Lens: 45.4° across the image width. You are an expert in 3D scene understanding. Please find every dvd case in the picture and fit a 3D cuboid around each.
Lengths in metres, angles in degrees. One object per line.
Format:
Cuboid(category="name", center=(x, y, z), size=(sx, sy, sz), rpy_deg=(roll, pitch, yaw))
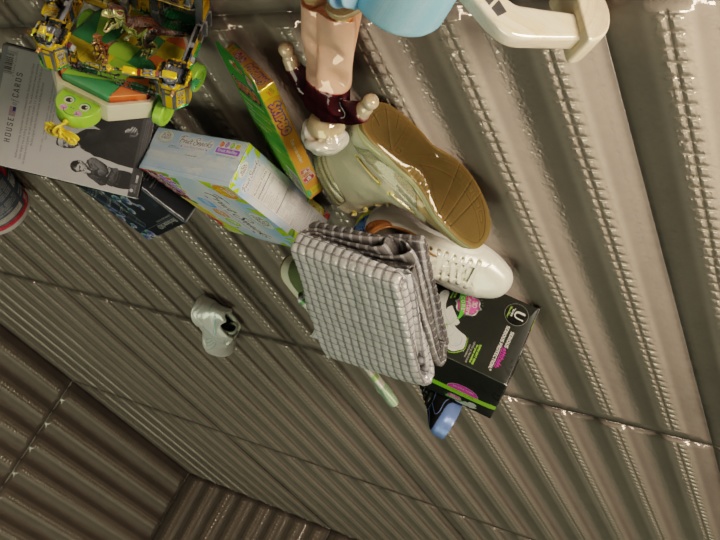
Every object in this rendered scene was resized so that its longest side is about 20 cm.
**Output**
Cuboid(category="dvd case", center=(-0.365, -0.188, 1.095), size=(0.198, 0.152, 0.025), rpy_deg=(14, -174, -11))

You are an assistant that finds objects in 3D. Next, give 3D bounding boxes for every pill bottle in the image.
Cuboid(category="pill bottle", center=(-0.707, -0.166, 1.586), size=(0.119, 0.120, 0.201), rpy_deg=(20, 154, 19))

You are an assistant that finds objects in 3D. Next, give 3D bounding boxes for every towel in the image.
Cuboid(category="towel", center=(-0.022, 0.108, 1.240), size=(0.200, 0.023, 0.153), rpy_deg=(51, 177, -3))
Cuboid(category="towel", center=(0.013, 0.034, 1.032), size=(0.164, 0.086, 0.201), rpy_deg=(16, 139, 32))

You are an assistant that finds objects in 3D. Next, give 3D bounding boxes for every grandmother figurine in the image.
Cuboid(category="grandmother figurine", center=(-0.030, -0.190, 0.864), size=(0.121, 0.060, 0.201), rpy_deg=(44, 151, 23))

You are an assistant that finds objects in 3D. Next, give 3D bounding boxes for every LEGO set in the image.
Cuboid(category="LEGO set", center=(-0.238, -0.266, 0.872), size=(0.198, 0.155, 0.116), rpy_deg=(25, 156, 1))

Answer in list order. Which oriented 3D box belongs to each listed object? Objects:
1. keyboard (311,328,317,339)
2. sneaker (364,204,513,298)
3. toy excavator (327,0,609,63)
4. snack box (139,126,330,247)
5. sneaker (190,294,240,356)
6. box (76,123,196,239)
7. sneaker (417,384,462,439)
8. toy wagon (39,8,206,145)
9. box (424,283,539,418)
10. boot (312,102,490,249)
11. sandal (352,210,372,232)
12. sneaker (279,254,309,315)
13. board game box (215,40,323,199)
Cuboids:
Cuboid(category="keyboard", center=(-0.015, 0.052, 1.304), size=(0.056, 0.011, 0.201), rpy_deg=(17, 135, -16))
Cuboid(category="sneaker", center=(0.092, -0.007, 1.059), size=(0.198, 0.085, 0.073), rpy_deg=(23, 118, -1))
Cuboid(category="toy excavator", center=(0.072, -0.223, 0.664), size=(0.201, 0.194, 0.100), rpy_deg=(57, 155, 5))
Cuboid(category="snack box", center=(-0.161, -0.104, 1.134), size=(0.167, 0.068, 0.200), rpy_deg=(15, 167, 34))
Cuboid(category="sneaker", center=(-0.282, 0.127, 1.755), size=(0.080, 0.071, 0.201), rpy_deg=(17, 152, 18))
Cuboid(category="box", center=(-0.327, -0.154, 1.225), size=(0.200, 0.108, 0.148), rpy_deg=(39, 153, -23))
Cuboid(category="sneaker", center=(0.112, 0.172, 1.297), size=(0.077, 0.200, 0.071), rpy_deg=(27, 118, -3))
Cuboid(category="toy wagon", center=(-0.270, -0.213, 0.940), size=(0.154, 0.201, 0.040), rpy_deg=(26, 141, 4))
Cuboid(category="box", center=(0.124, 0.091, 1.195), size=(0.198, 0.125, 0.149), rpy_deg=(25, 156, 12))
Cuboid(category="boot", center=(0.044, -0.090, 0.996), size=(0.200, 0.072, 0.154), rpy_deg=(43, 152, -13))
Cuboid(category="sandal", center=(0.000, 0.000, 1.172), size=(0.079, 0.087, 0.201), rpy_deg=(29, 139, 3))
Cuboid(category="sneaker", center=(-0.039, 0.053, 1.357), size=(0.089, 0.067, 0.200), rpy_deg=(4, 143, 52))
Cuboid(category="board game box", center=(-0.104, -0.176, 0.999), size=(0.096, 0.030, 0.200), rpy_deg=(48, 172, 36))
